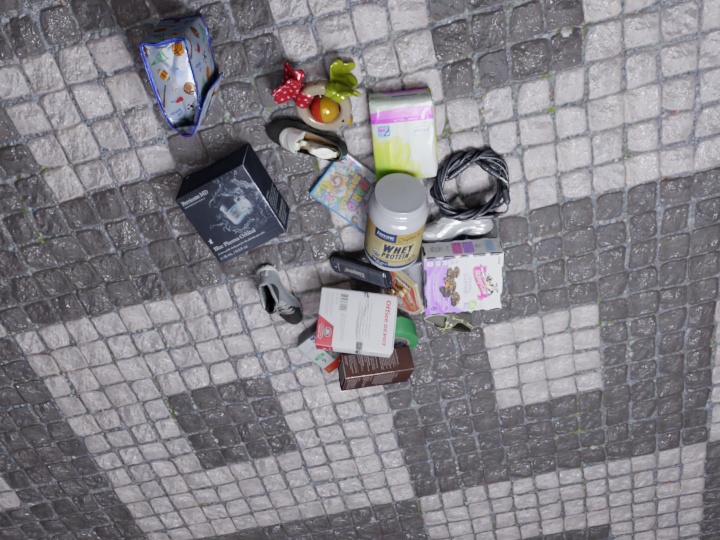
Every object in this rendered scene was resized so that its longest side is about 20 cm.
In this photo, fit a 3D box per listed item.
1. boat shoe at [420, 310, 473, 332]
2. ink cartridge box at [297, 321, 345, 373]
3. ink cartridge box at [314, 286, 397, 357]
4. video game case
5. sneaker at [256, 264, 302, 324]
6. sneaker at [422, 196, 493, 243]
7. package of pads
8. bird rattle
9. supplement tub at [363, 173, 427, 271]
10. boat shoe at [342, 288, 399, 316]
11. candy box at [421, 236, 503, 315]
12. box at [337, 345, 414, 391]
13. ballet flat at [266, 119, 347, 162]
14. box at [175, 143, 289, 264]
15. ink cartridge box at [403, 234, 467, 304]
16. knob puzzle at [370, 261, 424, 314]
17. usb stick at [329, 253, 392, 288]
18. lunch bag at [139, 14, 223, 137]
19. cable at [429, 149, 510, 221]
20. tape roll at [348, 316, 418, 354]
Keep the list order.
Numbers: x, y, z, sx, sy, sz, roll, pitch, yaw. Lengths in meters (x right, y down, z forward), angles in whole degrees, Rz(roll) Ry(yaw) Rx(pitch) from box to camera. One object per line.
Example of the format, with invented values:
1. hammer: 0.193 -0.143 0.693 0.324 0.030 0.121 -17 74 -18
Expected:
1. boat shoe: 0.234 0.130 1.829 0.198 0.062 0.071 9 152 -45
2. ink cartridge box: -0.074 0.230 1.948 0.108 0.051 0.200 -37 117 21
3. ink cartridge box: -0.010 0.133 1.737 0.193 0.152 0.083 7 165 0
4. video game case: -0.008 -0.186 1.688 0.197 0.018 0.143 33 117 -22
5. sneaker: -0.218 0.093 1.811 0.073 0.117 0.202 -23 122 14
6. sneaker: 0.228 -0.132 1.707 0.194 0.078 0.102 -15 116 -1
7. package of pads: 0.101 -0.308 1.579 0.149 0.069 0.205 -4 125 3
8. bird rattle: -0.092 -0.372 1.515 0.194 0.115 0.165 -10 141 9
9. supplement tub: 0.083 -0.112 1.620 0.139 0.148 0.203 2 142 -3
10. boat shoe: 0.015 0.123 1.852 0.194 0.094 0.076 16 123 -12
11. candy box: 0.250 0.015 1.697 0.193 0.072 0.172 -5 124 1
12. box: 0.041 0.267 1.878 0.193 0.077 0.101 -4 153 -12
13. ballet flat: -0.123 -0.294 1.571 0.194 0.069 0.070 13 120 -4
14. box: -0.300 -0.156 1.641 0.192 0.119 0.202 -24 121 14
15. ink cartridge box: 0.202 0.003 1.781 0.195 0.086 0.147 -20 122 10
16. knob puzzle: 0.086 0.048 1.759 0.030 0.218 0.222 -40 122 -16
17. usb stick: 0.000 0.000 1.734 0.197 0.033 0.056 17 142 40
18. lunch bag: -0.362 -0.405 1.439 0.120 0.172 0.205 -3 124 7
19. cable: 0.260 -0.202 1.634 0.193 0.051 0.169 -3 98 -1
20. tape roll: 0.058 0.190 1.872 0.194 0.049 0.202 -9 153 -5
